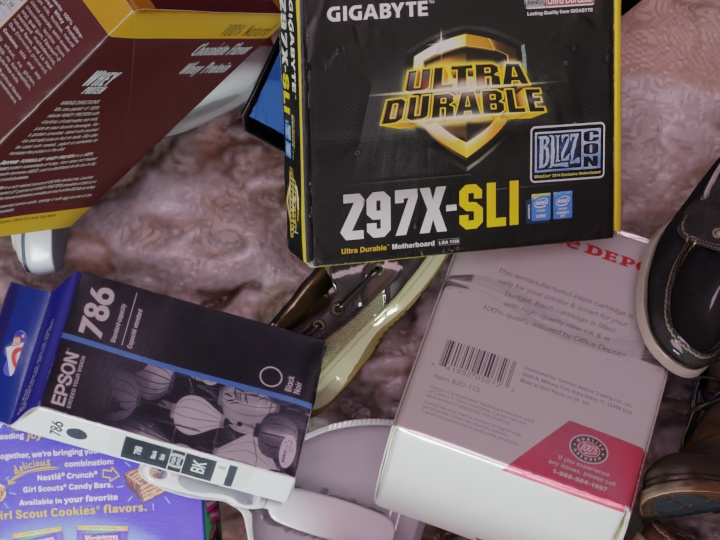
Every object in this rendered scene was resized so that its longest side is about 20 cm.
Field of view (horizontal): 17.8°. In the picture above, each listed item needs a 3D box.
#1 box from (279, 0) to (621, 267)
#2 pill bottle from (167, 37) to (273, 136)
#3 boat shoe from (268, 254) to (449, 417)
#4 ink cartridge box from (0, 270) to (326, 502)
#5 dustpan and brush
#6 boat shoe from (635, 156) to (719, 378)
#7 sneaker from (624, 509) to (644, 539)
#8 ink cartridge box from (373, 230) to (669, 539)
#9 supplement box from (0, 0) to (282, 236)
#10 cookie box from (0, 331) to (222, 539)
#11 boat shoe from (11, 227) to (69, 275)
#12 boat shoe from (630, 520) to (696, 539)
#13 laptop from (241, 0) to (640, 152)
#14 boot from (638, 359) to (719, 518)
[{"bbox_3d":[0.053,-0.092,1.338,0.198,0.049,0.161,-5,105,-18],"label":"box"},{"bbox_3d":[-0.134,-0.190,1.437,0.112,0.112,0.201,-23,86,2],"label":"pill bottle"},{"bbox_3d":[0.000,0.000,1.416,0.065,0.073,0.201,29,104,-19],"label":"boat shoe"},{"bbox_3d":[-0.126,0.064,1.366,0.198,0.039,0.100,14,58,-4],"label":"ink cartridge box"},{"bbox_3d":[-0.046,0.144,1.409,0.199,0.057,0.141,17,87,-15],"label":"dustpan and brush"},{"bbox_3d":[0.222,-0.021,1.379,0.072,0.068,0.200,37,53,-5],"label":"boat shoe"},{"bbox_3d":[0.151,0.238,1.427,0.115,0.074,0.201,-27,96,21],"label":"sneaker"},{"bbox_3d":[0.107,0.065,1.375,0.145,0.083,0.201,19,49,4],"label":"ink cartridge box"},{"bbox_3d":[-0.182,-0.131,1.295,0.200,0.197,0.133,-41,79,21],"label":"supplement box"},{"bbox_3d":[-0.176,0.131,1.441,0.170,0.075,0.202,-3,87,2],"label":"cookie box"},{"bbox_3d":[-0.230,-0.096,1.458,0.085,0.075,0.204,-3,85,3],"label":"boat shoe"},{"bbox_3d":[0.248,0.192,1.387,0.202,0.075,0.075,33,97,-29],"label":"boat shoe"},{"bbox_3d":[0.056,-0.135,1.392,0.176,0.200,0.104,27,50,-24],"label":"laptop"},{"bbox_3d":[0.207,0.095,1.370,0.074,0.200,0.098,-14,80,26],"label":"boot"}]
